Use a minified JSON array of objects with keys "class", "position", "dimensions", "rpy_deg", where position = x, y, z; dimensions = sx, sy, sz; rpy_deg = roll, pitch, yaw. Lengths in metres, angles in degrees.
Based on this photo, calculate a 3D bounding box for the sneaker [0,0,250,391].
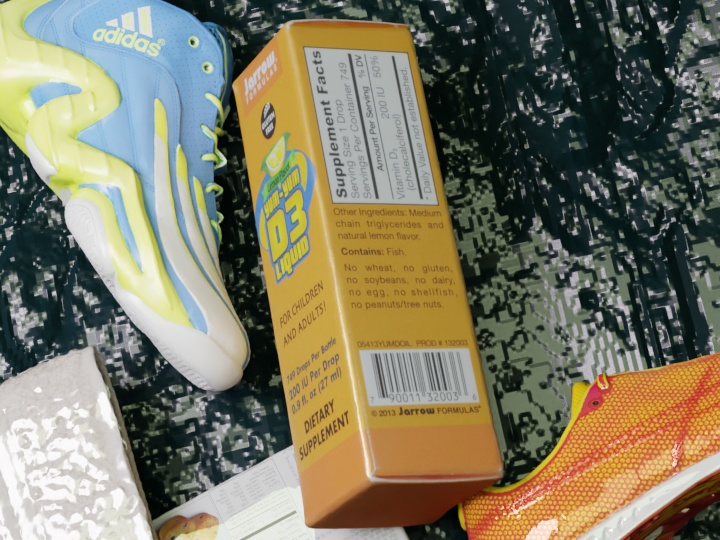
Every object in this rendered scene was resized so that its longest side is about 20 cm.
[{"class":"sneaker","position":[-0.083,-0.051,0.940],"dimensions":[0.105,0.076,0.200],"rpy_deg":[-34,75,-5]}]

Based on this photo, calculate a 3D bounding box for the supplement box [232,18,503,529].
[{"class":"supplement box","position":[0.000,0.000,0.906],"dimensions":[0.068,0.067,0.201],"rpy_deg":[2,66,-27]}]

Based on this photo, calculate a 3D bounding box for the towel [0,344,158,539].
[{"class":"towel","position":[-0.139,0.142,0.889],"dimensions":[0.132,0.035,0.201],"rpy_deg":[-19,72,0]}]

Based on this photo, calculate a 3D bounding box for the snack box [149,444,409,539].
[{"class":"snack box","position":[-0.077,0.140,0.915],"dimensions":[0.199,0.024,0.072],"rpy_deg":[-28,75,-3]}]

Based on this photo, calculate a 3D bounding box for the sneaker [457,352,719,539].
[{"class":"sneaker","position":[0.129,0.061,0.897],"dimensions":[0.199,0.073,0.077],"rpy_deg":[-30,65,-6]}]
